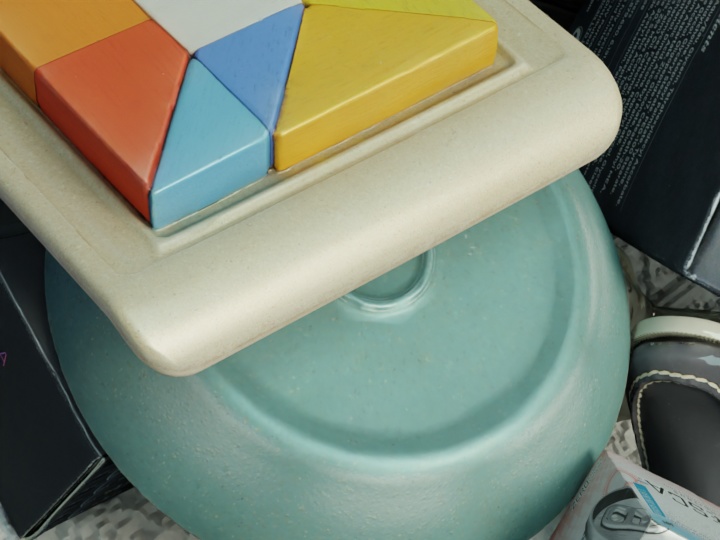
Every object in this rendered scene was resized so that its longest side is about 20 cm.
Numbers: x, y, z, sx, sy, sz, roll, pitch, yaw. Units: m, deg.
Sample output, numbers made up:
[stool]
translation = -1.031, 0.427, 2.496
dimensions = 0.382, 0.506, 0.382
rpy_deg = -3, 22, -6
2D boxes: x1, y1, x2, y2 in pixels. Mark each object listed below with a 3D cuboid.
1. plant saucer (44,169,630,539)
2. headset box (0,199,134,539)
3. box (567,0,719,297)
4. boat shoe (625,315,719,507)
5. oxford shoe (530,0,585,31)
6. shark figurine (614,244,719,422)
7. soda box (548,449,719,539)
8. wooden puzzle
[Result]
[plant saucer]
translation = 0.000, 0.000, 0.726
dimensions = 0.198, 0.036, 0.202
rpy_deg = 6, 66, -14
[headset box]
translation = -0.074, -0.026, 0.793
dimensions = 0.199, 0.093, 0.175
rpy_deg = -25, 80, -33
[box]
translation = 0.189, -0.033, 0.841
dimensions = 0.199, 0.197, 0.125
rpy_deg = 25, 95, -18
[boat shoe]
translation = 0.139, 0.095, 0.806
dimensions = 0.200, 0.072, 0.063
rpy_deg = 59, 44, -42
[oxford shoe]
translation = 0.057, -0.147, 0.921
dimensions = 0.198, 0.084, 0.073
rpy_deg = 4, 67, -23
[shark figurine]
translation = 0.119, 0.056, 0.876
dimensions = 0.214, 0.128, 0.090
rpy_deg = 29, 82, -32
[soda box]
translation = 0.059, 0.163, 0.718
dimensions = 0.063, 0.068, 0.201
rpy_deg = 27, 99, -13
[wooden puzzle]
translation = -0.044, -0.077, 0.709
dimensions = 0.184, 0.037, 0.200
rpy_deg = -27, 58, -27
